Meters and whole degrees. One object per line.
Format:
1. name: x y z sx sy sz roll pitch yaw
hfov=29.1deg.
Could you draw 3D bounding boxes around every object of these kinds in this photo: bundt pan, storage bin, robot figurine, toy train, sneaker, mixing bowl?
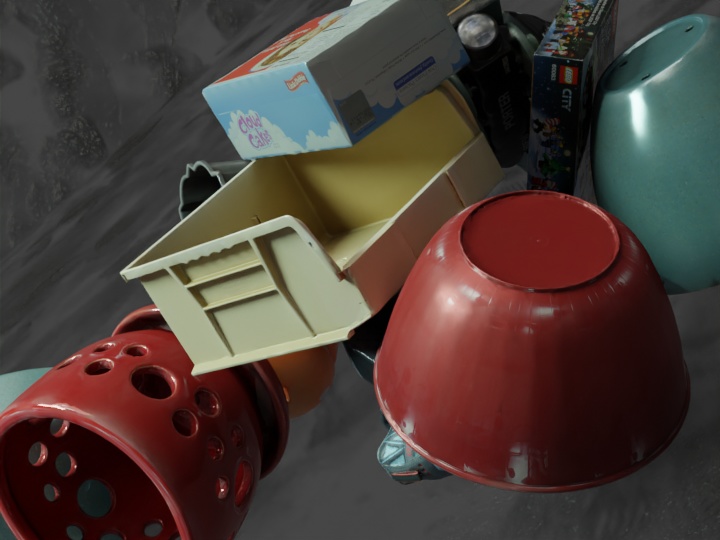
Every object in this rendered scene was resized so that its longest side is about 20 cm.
1. bundt pan: -0.112 -0.023 1.420 0.075 0.205 0.201 -18 9 -25
2. storage bin: -0.028 -0.032 0.984 0.197 0.094 0.200 -16 21 44
3. robot figurine: -0.075 0.047 1.231 0.141 0.117 0.202 -3 53 10
4. toy train: 0.090 -0.154 1.076 0.085 0.115 0.200 -33 -24 -1
5. sneaker: 0.051 0.079 1.015 0.095 0.080 0.201 -32 19 25
6. mixing bowl: 0.105 0.023 0.838 0.197 0.110 0.201 -1 37 1

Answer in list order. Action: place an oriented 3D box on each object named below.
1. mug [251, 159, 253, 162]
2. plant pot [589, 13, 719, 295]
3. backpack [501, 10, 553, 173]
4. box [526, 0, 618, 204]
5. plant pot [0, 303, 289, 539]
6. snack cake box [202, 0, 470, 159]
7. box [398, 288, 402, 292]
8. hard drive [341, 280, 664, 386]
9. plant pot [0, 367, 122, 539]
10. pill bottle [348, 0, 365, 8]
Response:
1. mug: -0.008 -0.110 1.431 0.186 0.154 0.149 -31 4 46
2. plant pot: 0.241 -0.100 0.989 0.199 0.135 0.201 -34 18 12
3. backpack: 0.162 -0.162 1.273 0.154 0.163 0.200 -46 6 25
4. box: 0.160 -0.098 1.056 0.037 0.202 0.137 10 35 17
5. plant pot: -0.169 0.140 1.105 0.199 0.202 0.183 -24 17 37
6. snack cake box: -0.023 -0.141 1.016 0.115 0.068 0.199 -38 17 -20
7. box: 0.041 -0.003 1.232 0.095 0.078 0.200 -38 18 1
8. hard drive: 0.098 0.039 0.940 0.134 0.043 0.199 31 49 34
9. plant pot: -0.298 0.197 1.245 0.198 0.198 0.196 -29 17 -6
10. pill bottle: 0.031 -0.161 1.237 0.113 0.114 0.202 -28 40 29
